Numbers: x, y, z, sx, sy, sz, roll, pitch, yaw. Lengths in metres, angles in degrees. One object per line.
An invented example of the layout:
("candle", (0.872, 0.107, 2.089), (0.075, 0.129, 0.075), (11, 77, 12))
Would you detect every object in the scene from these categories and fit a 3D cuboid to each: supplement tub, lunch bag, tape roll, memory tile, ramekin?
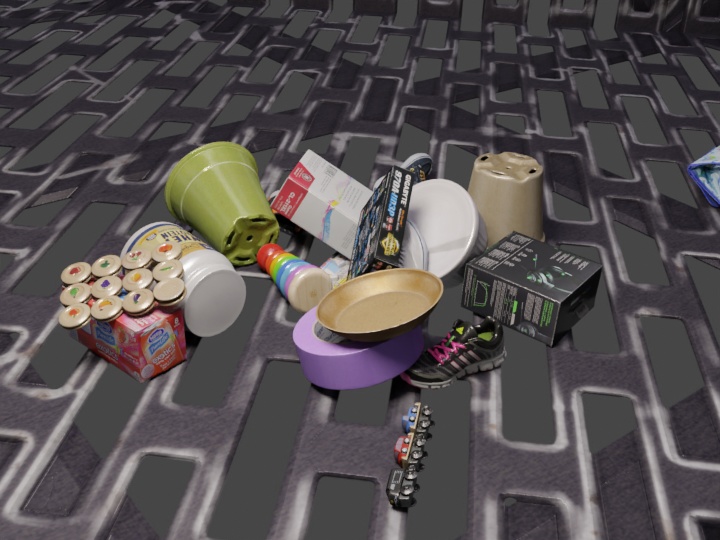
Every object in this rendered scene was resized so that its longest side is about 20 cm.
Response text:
("supplement tub", (-0.300, 0.015, 1.507), (0.144, 0.145, 0.200), (-23, 38, -37))
("lunch bag", (0.858, -0.211, 2.003), (0.200, 0.128, 0.170), (35, 42, 29))
("tape roll", (-0.003, 0.105, 1.402), (0.199, 0.066, 0.200), (-13, 25, 6))
("memory tile", (-0.373, 0.020, 1.395), (0.199, 0.017, 0.154), (-14, 42, -3))
("ramekin", (0.140, -0.056, 1.630), (0.202, 0.203, 0.094), (30, -2, 39))

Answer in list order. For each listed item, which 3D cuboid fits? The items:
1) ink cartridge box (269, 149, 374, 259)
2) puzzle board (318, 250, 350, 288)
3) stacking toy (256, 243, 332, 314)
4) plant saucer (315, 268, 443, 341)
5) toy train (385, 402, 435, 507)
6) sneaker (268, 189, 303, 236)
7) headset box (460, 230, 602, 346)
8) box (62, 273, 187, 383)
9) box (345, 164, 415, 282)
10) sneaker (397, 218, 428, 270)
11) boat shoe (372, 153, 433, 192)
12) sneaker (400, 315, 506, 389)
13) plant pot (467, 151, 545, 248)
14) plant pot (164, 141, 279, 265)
("ink cartridge box", (-0.054, -0.124, 1.719), (0.200, 0.083, 0.146), (33, 30, -5))
("puzzle board", (0.000, 0.000, 1.684), (0.150, 0.017, 0.200), (15, 32, 21))
("stacking toy", (-0.130, 0.005, 1.617), (0.085, 0.086, 0.200), (-14, 27, -26))
("plant saucer", (0.032, 0.057, 1.363), (0.199, 0.036, 0.200), (-12, 25, 6))
("toy train", (0.068, 0.252, 1.236), (0.046, 0.034, 0.200), (-3, 29, 16))
("sneaker", (-0.099, -0.116, 1.834), (0.199, 0.078, 0.112), (-6, 33, 7))
("headset box", (0.308, 0.029, 1.575), (0.199, 0.093, 0.174), (23, 36, 29))
("box", (-0.378, 0.083, 1.428), (0.199, 0.100, 0.095), (24, 36, 34))
("box", (0.031, -0.060, 1.547), (0.046, 0.159, 0.201), (20, 56, -12))
("sneaker", (0.076, -0.007, 1.546), (0.073, 0.071, 0.201), (-22, 62, 26))
("boat shoe", (0.121, -0.194, 1.984), (0.091, 0.071, 0.200), (24, 43, 31))
("sneaker", (0.149, 0.123, 1.409), (0.199, 0.088, 0.074), (-14, 34, -25))
("plant pot", (0.283, -0.126, 1.755), (0.199, 0.184, 0.201), (2, 30, -1))
("plant pot", (-0.250, -0.112, 1.721), (0.199, 0.201, 0.190), (-15, 47, -28))
